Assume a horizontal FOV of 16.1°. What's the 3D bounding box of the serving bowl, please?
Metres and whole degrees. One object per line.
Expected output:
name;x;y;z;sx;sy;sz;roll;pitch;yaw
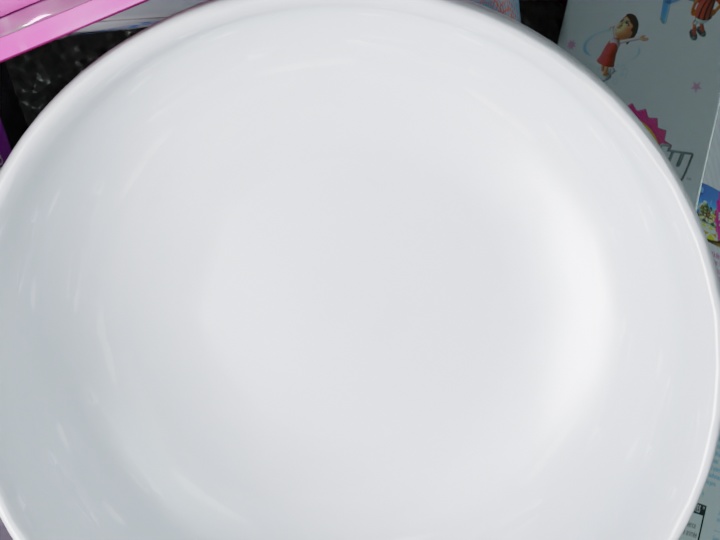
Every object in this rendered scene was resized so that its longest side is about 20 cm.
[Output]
serving bowl;-0.004;0.015;0.676;0.198;0.066;0.202;1;109;3

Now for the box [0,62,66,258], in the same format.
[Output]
box;-0.167;-0.040;0.617;0.200;0.036;0.144;-32;106;-49

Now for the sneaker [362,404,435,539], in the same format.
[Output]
sneaker;0.000;0.000;0.783;0.076;0.087;0.202;33;56;-60

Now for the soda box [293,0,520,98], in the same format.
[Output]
soda box;-0.001;-0.132;0.748;0.063;0.068;0.201;27;53;-53

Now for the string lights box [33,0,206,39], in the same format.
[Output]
string lights box;-0.097;-0.167;0.718;0.059;0.103;0.202;-7;94;-31

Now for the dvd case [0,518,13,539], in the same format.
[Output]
dvd case;-0.083;0.083;0.745;0.148;0.016;0.201;-15;100;-2

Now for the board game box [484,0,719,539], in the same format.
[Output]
board game box;0.110;0.000;0.782;0.147;0.064;0.201;23;79;-53

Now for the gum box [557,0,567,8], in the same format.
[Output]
gum box;0.107;-0.194;0.857;0.113;0.066;0.201;40;71;-26

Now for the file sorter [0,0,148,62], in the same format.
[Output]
file sorter;-0.067;-0.166;0.603;0.138;0.125;0.201;-24;98;-11
